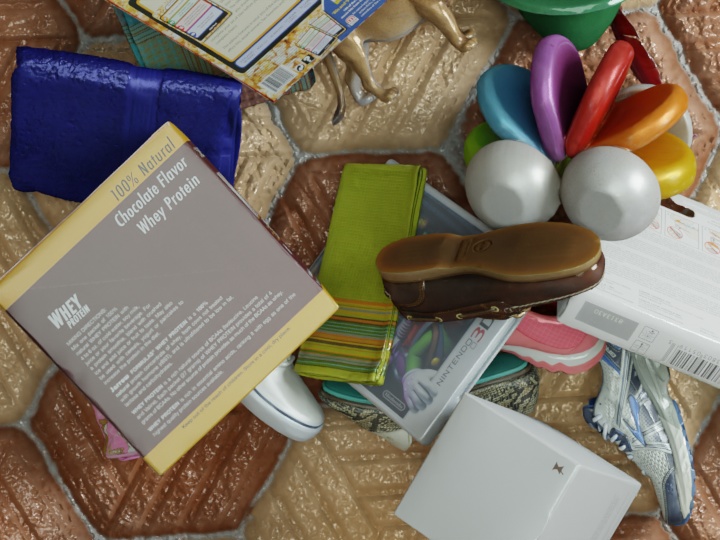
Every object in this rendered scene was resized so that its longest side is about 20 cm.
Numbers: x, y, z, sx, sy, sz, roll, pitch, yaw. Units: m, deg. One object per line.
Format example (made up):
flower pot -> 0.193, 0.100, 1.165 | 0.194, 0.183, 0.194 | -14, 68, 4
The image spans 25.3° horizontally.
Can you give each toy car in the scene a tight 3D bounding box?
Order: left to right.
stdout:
toy car -> 0.180, -0.124, 1.342 | 0.199, 0.175, 0.150 | 5, 125, 23

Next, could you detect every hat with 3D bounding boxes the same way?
hat -> 0.188, -0.221, 1.440 | 0.165, 0.176, 0.200 | -19, 52, -7

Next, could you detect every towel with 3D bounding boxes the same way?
towel -> -0.204, -0.121, 1.401 | 0.199, 0.050, 0.148 | 8, 125, -4
towel -> -0.126, -0.209, 1.368 | 0.146, 0.200, 0.022 | -17, 49, 1
towel -> 0.000, 0.000, 1.398 | 0.086, 0.018, 0.201 | 5, 73, 27

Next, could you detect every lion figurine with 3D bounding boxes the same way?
lion figurine -> 0.024, -0.222, 1.384 | 0.200, 0.073, 0.123 | -33, 105, 17

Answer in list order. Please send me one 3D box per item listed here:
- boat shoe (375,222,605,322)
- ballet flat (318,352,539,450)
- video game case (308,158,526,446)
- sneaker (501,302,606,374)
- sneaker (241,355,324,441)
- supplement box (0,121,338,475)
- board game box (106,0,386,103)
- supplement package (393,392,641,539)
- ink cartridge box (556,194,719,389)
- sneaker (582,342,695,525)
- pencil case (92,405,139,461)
boat shoe -> 0.111, 0.006, 1.312 | 0.199, 0.070, 0.070 | -1, 127, 33
ballet flat -> 0.064, 0.124, 1.440 | 0.199, 0.068, 0.076 | -8, 113, -2
video game case -> 0.041, 0.024, 1.394 | 0.200, 0.023, 0.182 | 37, 92, 34
sneaker -> 0.117, 0.033, 1.402 | 0.199, 0.087, 0.074 | 3, 51, 7
sneaker -> -0.092, 0.059, 1.411 | 0.071, 0.073, 0.200 | -40, 88, 26
supplement box -> -0.157, 0.019, 1.310 | 0.197, 0.133, 0.200 | -43, 95, -1
board game box -> -0.092, -0.237, 1.297 | 0.151, 0.046, 0.200 | -39, 137, 23
supplement package -> 0.137, 0.193, 1.358 | 0.120, 0.200, 0.122 | 32, 92, 26
ink cartridge box -> 0.254, -0.001, 1.388 | 0.160, 0.200, 0.050 | 22, 125, -6
sneaker -> 0.247, 0.135, 1.443 | 0.085, 0.077, 0.201 | -16, 86, 10
pencil case -> -0.215, 0.069, 1.417 | 0.083, 0.086, 0.201 | -20, 92, -19
